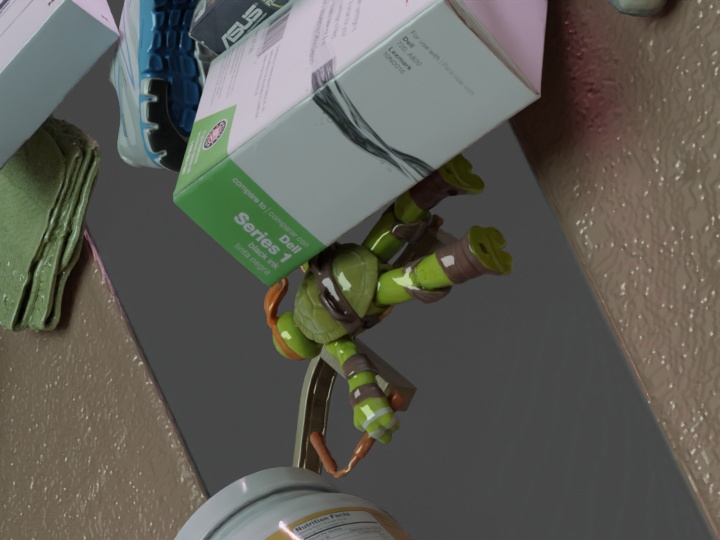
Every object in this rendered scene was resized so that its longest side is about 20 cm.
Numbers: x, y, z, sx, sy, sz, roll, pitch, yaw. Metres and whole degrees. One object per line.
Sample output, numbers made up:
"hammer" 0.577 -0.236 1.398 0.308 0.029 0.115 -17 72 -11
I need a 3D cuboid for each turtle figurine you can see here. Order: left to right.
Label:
"turtle figurine" 0.000 0.000 1.290 0.161 0.064 0.200 -38 46 28

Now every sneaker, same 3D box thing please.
"sneaker" -0.131 -0.159 1.503 0.087 0.075 0.201 -6 75 55

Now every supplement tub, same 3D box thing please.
"supplement tub" -0.007 0.209 1.237 0.200 0.144 0.145 41 111 43

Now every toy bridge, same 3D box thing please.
"toy bridge" 0.002 0.057 1.345 0.067 0.027 0.200 39 109 44

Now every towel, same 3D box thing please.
"towel" -0.251 -0.051 1.630 0.200 0.036 0.149 31 105 45

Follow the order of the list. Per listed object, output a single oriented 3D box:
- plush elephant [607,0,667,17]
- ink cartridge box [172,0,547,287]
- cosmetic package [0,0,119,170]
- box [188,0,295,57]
"plush elephant" 0.114 -0.252 1.198 0.200 0.155 0.165 -52 49 26
"ink cartridge box" 0.004 -0.105 1.268 0.200 0.084 0.146 -34 26 28
"cosmetic package" -0.242 -0.157 1.566 0.151 0.052 0.200 -45 32 11
"box" -0.017 -0.231 1.366 0.200 0.049 0.161 -42 27 33
